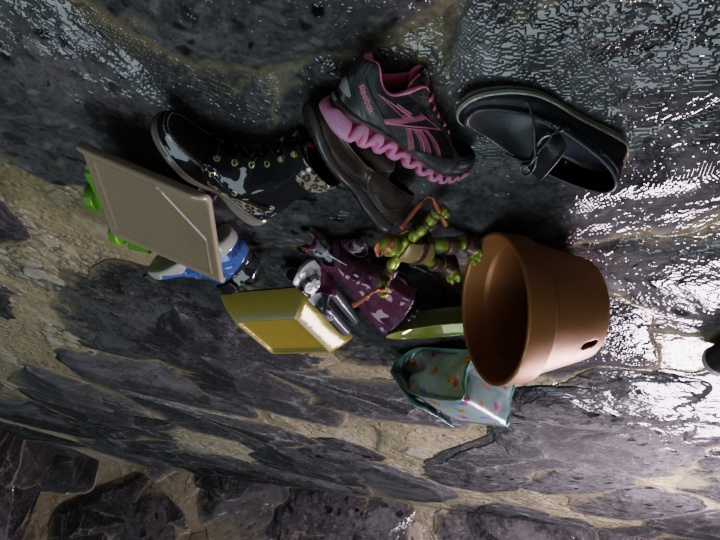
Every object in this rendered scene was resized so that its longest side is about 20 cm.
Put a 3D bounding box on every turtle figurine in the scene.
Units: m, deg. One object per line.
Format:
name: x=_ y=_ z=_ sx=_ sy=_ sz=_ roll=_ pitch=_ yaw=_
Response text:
turtle figurine: x=0.077 y=-0.021 z=0.864 sx=0.159 sy=0.065 sz=0.201 roll=9 pitch=128 yaw=-34

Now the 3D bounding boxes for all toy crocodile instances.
toy crocodile: x=-0.351 y=-0.090 z=0.949 sx=0.066 sy=0.063 sz=0.201 roll=5 pitch=145 yaw=11

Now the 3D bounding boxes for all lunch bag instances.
lunch bag: x=0.173 y=0.228 z=1.244 sx=0.198 sy=0.124 sz=0.170 roll=-7 pitch=149 yaw=44

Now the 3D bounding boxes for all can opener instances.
can opener: x=-0.063 y=0.042 z=1.089 sx=0.066 sy=0.053 sz=0.200 roll=33 pitch=167 yaw=42

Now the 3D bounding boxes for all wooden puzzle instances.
wooden puzzle: x=-0.263 y=-0.075 z=0.836 sx=0.182 sy=0.038 sz=0.201 roll=23 pitch=150 yaw=10

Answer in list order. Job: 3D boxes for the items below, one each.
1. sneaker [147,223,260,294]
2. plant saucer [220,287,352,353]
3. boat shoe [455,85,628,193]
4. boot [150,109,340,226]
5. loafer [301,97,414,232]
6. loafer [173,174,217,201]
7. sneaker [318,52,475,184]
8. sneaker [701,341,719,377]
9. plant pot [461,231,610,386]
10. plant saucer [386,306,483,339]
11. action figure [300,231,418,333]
sneaker: x=-0.249 y=-0.001 z=1.037 sx=0.197 sy=0.078 sz=0.111 roll=-17 pitch=131 yaw=30
plant saucer: x=-0.142 y=0.107 z=1.217 sx=0.196 sy=0.049 sz=0.200 roll=-5 pitch=147 yaw=26
boat shoe: x=0.192 y=-0.135 z=0.670 sx=0.197 sy=0.063 sz=0.075 roll=19 pitch=152 yaw=-10
boot: x=-0.133 y=-0.141 z=0.770 sx=0.152 sy=0.075 sz=0.203 roll=-16 pitch=141 yaw=32
loafer: x=0.001 y=-0.133 z=0.751 sx=0.070 sy=0.074 sz=0.200 roll=-35 pitch=135 yaw=8
loafer: x=-0.247 y=-0.074 z=0.920 sx=0.070 sy=0.069 sz=0.201 roll=27 pitch=144 yaw=-11
sneaker: x=0.057 y=-0.161 z=0.670 sx=0.197 sy=0.079 sz=0.096 roll=16 pitch=119 yaw=-33
sneaker: x=0.643 y=0.142 z=0.975 sx=0.196 sy=0.072 sz=0.100 roll=10 pitch=156 yaw=10
plant pot: x=0.238 y=0.050 z=0.861 sx=0.137 sy=0.204 sz=0.201 roll=0 pitch=153 yaw=-14
plant saucer: x=0.138 y=0.085 z=1.040 sx=0.196 sy=0.032 sz=0.200 roll=-5 pitch=168 yaw=-1
action figure: x=0.000 y=0.000 z=0.964 sx=0.199 sy=0.150 sz=0.134 roll=39 pitch=118 yaw=-10
